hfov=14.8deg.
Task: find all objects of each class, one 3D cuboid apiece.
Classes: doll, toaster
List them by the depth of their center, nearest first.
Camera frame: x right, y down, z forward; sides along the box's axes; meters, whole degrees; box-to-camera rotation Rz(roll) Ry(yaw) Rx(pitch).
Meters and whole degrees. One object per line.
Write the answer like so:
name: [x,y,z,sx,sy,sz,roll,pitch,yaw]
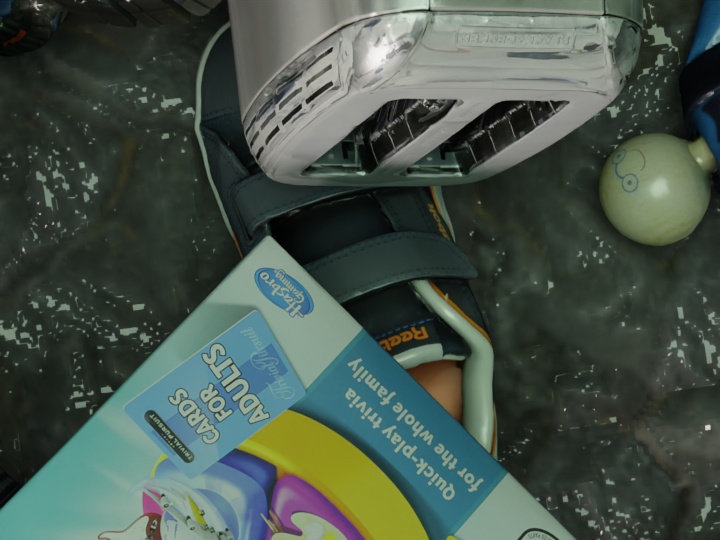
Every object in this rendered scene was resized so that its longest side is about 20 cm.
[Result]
toaster: [0.016,-0.103,0.877,0.113,0.200,0.130,1,78,-20]
doll: [0.165,-0.076,0.945,0.200,0.048,0.137,-38,57,19]

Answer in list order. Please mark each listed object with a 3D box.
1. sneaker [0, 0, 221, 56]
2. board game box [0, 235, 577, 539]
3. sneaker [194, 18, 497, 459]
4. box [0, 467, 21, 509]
sneaker: [-0.095,-0.125,0.896,0.075,0.200,0.079,27,73,-33]
board game box: [-0.045,0.113,0.849,0.151,0.047,0.200,44,68,-2]
sneaker: [0.000,0.000,0.947,0.078,0.079,0.201,-22,89,-1]
box: [-0.148,0.181,0.920,0.197,0.124,0.200,43,89,-3]
